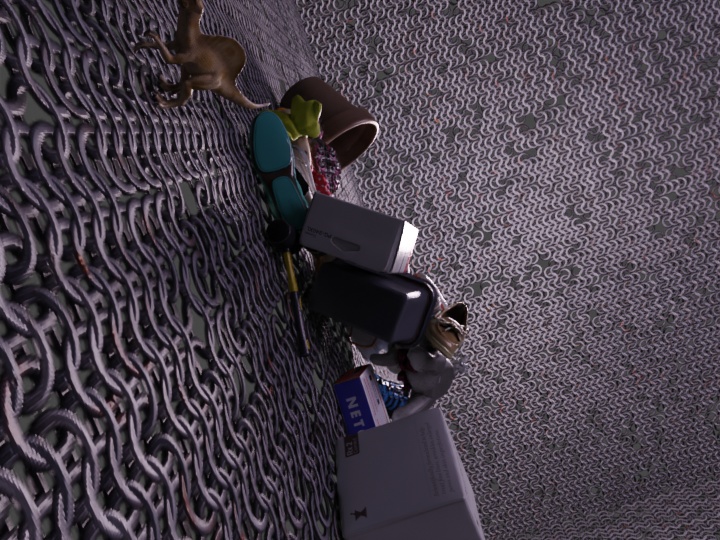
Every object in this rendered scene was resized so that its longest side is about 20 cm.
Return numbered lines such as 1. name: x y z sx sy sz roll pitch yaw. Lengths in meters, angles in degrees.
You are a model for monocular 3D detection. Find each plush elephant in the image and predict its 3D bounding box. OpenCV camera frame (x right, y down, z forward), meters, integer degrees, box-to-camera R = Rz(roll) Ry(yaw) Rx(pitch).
1. plush elephant: 0.096 0.176 1.260 0.200 0.155 0.165 -16 123 -46

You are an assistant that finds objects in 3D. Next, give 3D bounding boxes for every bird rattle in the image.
1. bird rattle: -0.114 -0.228 1.231 0.163 0.113 0.200 51 -17 55

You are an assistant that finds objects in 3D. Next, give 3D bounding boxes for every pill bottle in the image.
1. pill bottle: 0.074 0.101 1.374 0.112 0.200 0.112 56 -7 10

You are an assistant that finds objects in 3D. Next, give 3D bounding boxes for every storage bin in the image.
1. storage bin: 0.007 0.059 1.097 0.146 0.200 0.134 -70 163 6

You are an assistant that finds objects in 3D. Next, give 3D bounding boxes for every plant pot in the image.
1. plant pot: -0.086 -0.328 1.459 0.175 0.200 0.200 55 2 13

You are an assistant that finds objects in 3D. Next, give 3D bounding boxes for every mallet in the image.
1. mallet: -0.094 0.026 0.946 0.066 0.041 0.200 33 43 -76

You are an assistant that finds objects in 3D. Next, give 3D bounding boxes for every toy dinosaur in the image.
1. toy dinosaur: -0.161 -0.200 0.670 0.200 0.101 0.058 60 13 -62

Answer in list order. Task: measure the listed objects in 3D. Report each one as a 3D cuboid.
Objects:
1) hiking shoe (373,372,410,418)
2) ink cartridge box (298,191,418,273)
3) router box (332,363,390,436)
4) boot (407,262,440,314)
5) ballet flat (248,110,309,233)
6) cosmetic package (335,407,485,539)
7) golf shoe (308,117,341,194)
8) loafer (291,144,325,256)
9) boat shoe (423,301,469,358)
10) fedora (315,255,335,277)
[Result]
1. hiking shoe: 0.054 0.248 1.359 0.200 0.087 0.074 63 11 -56
2. ink cartridge box: 0.004 -0.054 1.026 0.200 0.145 0.083 4 105 -80
3. router box: 0.017 0.271 1.137 0.179 0.049 0.200 16 56 -83
4. boot: 0.086 0.007 1.234 0.203 0.073 0.154 0 100 -43
5. ballet flat: -0.132 -0.147 1.029 0.070 0.067 0.200 151 -78 -71
6. cosmetic package: 0.076 0.336 0.918 0.165 0.165 0.200 -101 170 -58
7. golf shoe: -0.102 -0.230 1.326 0.073 0.092 0.200 0 64 -50
8. loafer: -0.105 -0.114 1.133 0.200 0.075 0.070 68 20 -10
9. boat shoe: 0.160 0.101 1.195 0.073 0.063 0.200 44 16 -3
10. fedora: 0.000 0.000 1.273 0.200 0.082 0.201 18 67 -48
